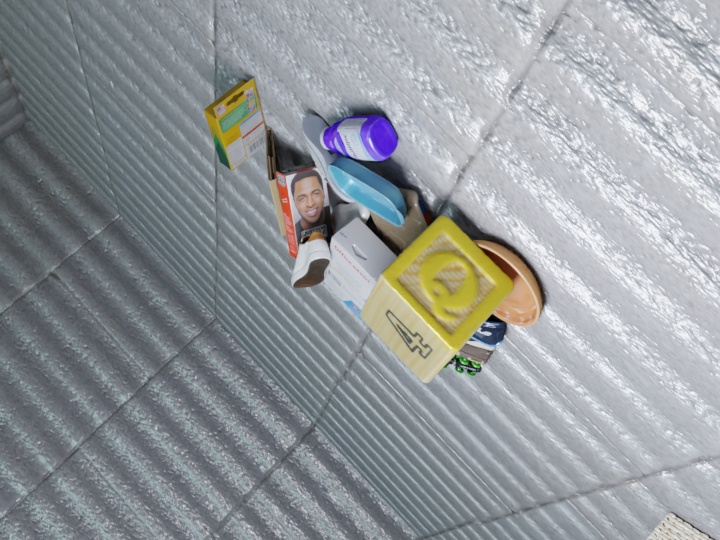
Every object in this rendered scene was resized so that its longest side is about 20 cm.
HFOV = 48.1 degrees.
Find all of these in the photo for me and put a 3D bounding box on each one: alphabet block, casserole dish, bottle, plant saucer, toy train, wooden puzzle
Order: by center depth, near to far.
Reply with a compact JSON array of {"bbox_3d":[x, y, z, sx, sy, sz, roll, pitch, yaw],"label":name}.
[{"bbox_3d":[0.139,0.058,1.523,0.196,0.195,0.201,42,153,8],"label":"alphabet block"},{"bbox_3d":[0.268,0.019,1.535,0.199,0.037,0.201,41,158,20],"label":"plant saucer"},{"bbox_3d":[-0.011,-0.257,1.569,0.198,0.065,0.084,14,144,55],"label":"bottle"},{"bbox_3d":[0.018,-0.159,1.583,0.198,0.039,0.122,32,166,26],"label":"casserole dish"},{"bbox_3d":[0.095,-0.092,1.678,0.184,0.046,0.203,20,140,50],"label":"wooden puzzle"},{"bbox_3d":[0.175,0.183,1.768,0.196,0.057,0.042,17,125,-12],"label":"toy train"}]

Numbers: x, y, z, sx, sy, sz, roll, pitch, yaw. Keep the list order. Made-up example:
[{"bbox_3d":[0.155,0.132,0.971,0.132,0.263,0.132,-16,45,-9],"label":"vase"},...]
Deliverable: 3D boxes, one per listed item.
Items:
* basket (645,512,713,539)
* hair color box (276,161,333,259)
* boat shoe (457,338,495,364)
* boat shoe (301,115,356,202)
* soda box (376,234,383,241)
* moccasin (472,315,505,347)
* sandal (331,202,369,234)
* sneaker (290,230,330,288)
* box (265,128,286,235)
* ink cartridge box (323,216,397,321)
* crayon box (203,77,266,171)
[{"bbox_3d":[0.662,0.638,1.642,0.197,0.161,0.202,29,153,38],"label":"basket"},{"bbox_3d":[-0.124,-0.136,1.848,0.061,0.100,0.205,29,133,57],"label":"hair color box"},{"bbox_3d":[0.193,0.147,1.737,0.196,0.072,0.060,18,115,-9],"label":"boat shoe"},{"bbox_3d":[-0.064,-0.225,1.710,0.204,0.074,0.086,54,167,6],"label":"boat shoe"},{"bbox_3d":[-0.010,-0.057,1.904,0.198,0.063,0.071,26,150,45],"label":"soda box"},{"bbox_3d":[0.219,0.087,1.707,0.196,0.081,0.069,22,123,15],"label":"moccasin"},{"bbox_3d":[-0.017,-0.113,1.836,0.049,0.085,0.202,9,172,-23],"label":"sandal"},{"bbox_3d":[-0.110,-0.025,1.808,0.200,0.071,0.087,131,134,-59],"label":"sneaker"},{"bbox_3d":[-0.202,-0.211,1.941,0.202,0.021,0.166,83,178,-54],"label":"box"},{"bbox_3d":[0.000,0.000,1.782,0.144,0.084,0.201,45,155,15],"label":"ink cartridge box"},{"bbox_3d":[-0.287,-0.346,1.870,0.051,0.125,0.202,36,155,26],"label":"crayon box"}]
